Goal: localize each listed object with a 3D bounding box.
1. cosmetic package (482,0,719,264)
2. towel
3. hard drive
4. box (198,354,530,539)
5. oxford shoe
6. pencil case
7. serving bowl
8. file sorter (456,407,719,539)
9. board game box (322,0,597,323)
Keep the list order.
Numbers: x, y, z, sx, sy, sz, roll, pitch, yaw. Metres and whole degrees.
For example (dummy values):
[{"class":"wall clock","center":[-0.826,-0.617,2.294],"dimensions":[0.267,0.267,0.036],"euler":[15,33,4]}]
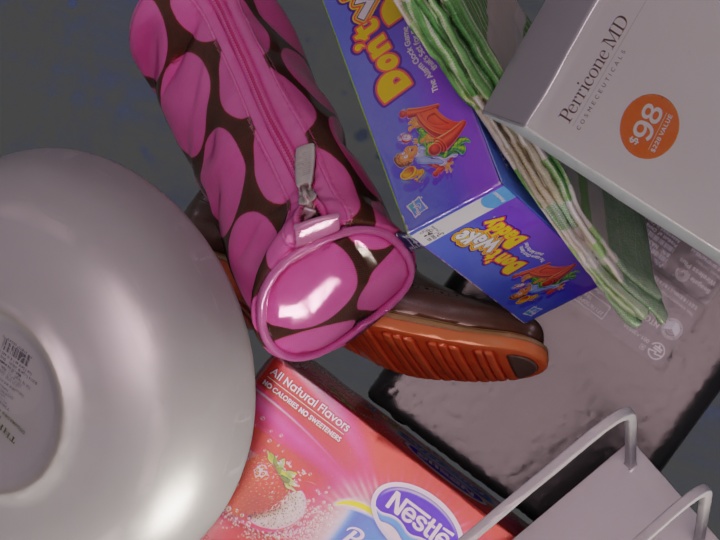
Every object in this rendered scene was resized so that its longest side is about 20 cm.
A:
[{"class":"cosmetic package","center":[0.161,-0.107,0.744],"dimensions":[0.150,0.052,0.201],"euler":[29,91,-19]},{"class":"towel","center":[0.069,-0.084,0.819],"dimensions":[0.023,0.153,0.200],"euler":[-29,116,18]},{"class":"hard drive","center":[0.116,0.022,0.945],"dimensions":[0.139,0.033,0.201],"euler":[36,92,1]},{"class":"box","center":[0.012,0.133,0.921],"dimensions":[0.199,0.095,0.100],"euler":[37,91,1]},{"class":"oxford shoe","center":[0.000,0.000,0.916],"dimensions":[0.198,0.071,0.073],"euler":[16,72,17]},{"class":"pencil case","center":[-0.043,-0.061,0.875],"dimensions":[0.090,0.094,0.201],"euler":[-30,55,0]},{"class":"serving bowl","center":[-0.146,0.049,0.856],"dimensions":[0.198,0.066,0.202],"euler":[6,102,27]},{"class":"file sorter","center":[0.123,0.175,0.783],"dimensions":[0.138,0.125,0.200],"euler":[-38,69,-6]},{"class":"board game box","center":[0.035,-0.090,0.855],"dimensions":[0.045,0.134,0.201],"euler":[-27,63,16]}]
